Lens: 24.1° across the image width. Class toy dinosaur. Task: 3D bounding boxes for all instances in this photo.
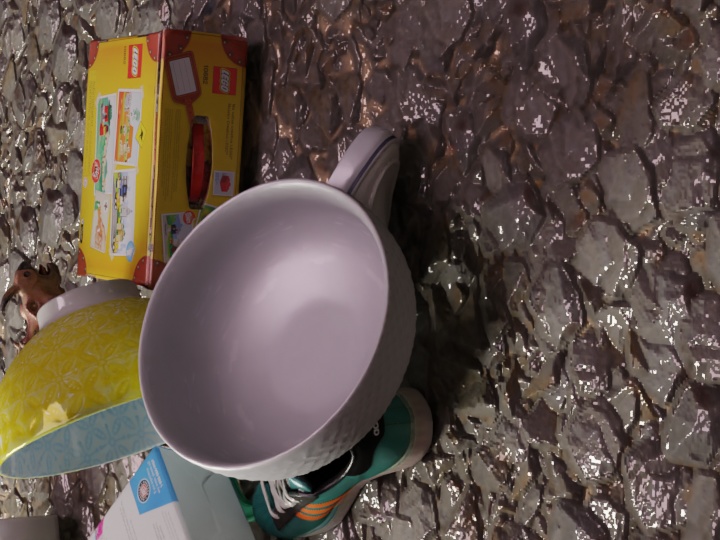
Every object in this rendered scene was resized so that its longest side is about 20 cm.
[{"bbox_3d":[-0.222,0.092,1.401,0.086,0.135,0.200,-57,48,35],"label":"toy dinosaur"}]

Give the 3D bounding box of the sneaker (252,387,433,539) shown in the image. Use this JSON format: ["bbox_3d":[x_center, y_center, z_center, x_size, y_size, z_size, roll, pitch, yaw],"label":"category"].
[{"bbox_3d":[-0.035,0.138,1.198,0.200,0.080,0.072,-42,58,44],"label":"sneaker"}]

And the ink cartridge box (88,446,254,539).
[{"bbox_3d":[-0.164,0.248,1.277,0.200,0.068,0.115,-53,40,23],"label":"ink cartridge box"}]

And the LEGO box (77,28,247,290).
[{"bbox_3d":[-0.162,-0.088,1.358,0.149,0.077,0.201,8,94,58],"label":"LEGO box"}]

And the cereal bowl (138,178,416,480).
[{"bbox_3d":[-0.045,0.045,1.106,0.199,0.083,0.201,-14,63,29],"label":"cereal bowl"}]

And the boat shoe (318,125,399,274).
[{"bbox_3d":[0.000,0.000,1.177,0.070,0.071,0.201,27,109,20],"label":"boat shoe"}]

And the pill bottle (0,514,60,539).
[{"bbox_3d":[-0.318,0.328,1.546,0.114,0.114,0.201,-16,77,52],"label":"pill bottle"}]

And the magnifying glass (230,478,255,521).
[{"bbox_3d":[-0.086,0.095,1.316,0.079,0.022,0.201,1,90,53],"label":"magnifying glass"}]

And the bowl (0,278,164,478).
[{"bbox_3d":[-0.190,0.071,1.265,0.200,0.199,0.108,-35,70,47],"label":"bowl"}]
